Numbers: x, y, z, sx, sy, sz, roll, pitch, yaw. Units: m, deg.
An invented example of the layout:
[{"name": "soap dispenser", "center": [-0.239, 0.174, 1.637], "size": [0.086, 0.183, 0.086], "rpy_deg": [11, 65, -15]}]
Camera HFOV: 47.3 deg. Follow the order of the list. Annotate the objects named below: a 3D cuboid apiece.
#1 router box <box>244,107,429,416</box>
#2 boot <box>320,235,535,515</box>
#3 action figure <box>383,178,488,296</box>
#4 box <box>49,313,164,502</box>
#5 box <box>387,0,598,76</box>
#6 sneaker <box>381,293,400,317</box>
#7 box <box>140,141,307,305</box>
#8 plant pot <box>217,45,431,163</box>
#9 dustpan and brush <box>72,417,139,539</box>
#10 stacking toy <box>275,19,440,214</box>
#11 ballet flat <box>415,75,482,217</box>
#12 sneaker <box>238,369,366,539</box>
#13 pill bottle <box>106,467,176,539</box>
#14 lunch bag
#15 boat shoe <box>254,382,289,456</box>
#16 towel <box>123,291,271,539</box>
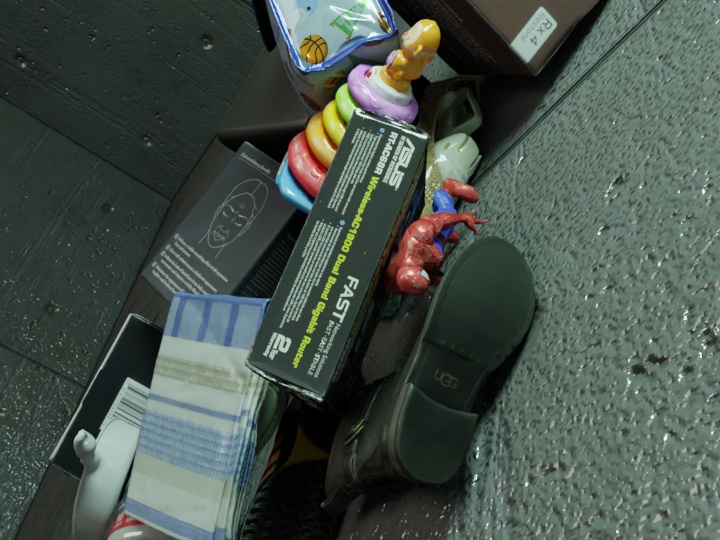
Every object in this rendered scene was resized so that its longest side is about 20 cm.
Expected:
[{"name": "router box", "center": [-0.011, 0.003, 0.625], "size": [0.150, 0.061, 0.203], "rpy_deg": [79, -148, -76]}, {"name": "boot", "center": [0.037, 0.079, 0.602], "size": [0.202, 0.069, 0.174], "rpy_deg": [-60, 9, -24]}, {"name": "action figure", "center": [0.057, -0.022, 0.628], "size": [0.066, 0.051, 0.200], "rpy_deg": [-60, -6, 24]}, {"name": "box", "center": [-0.270, 0.183, 1.063], "size": [0.203, 0.122, 0.197], "rpy_deg": [-63, -4, -10]}, {"name": "box", "center": [0.120, -0.298, 0.763], "size": [0.167, 0.164, 0.200], "rpy_deg": [-50, 19, 0]}, {"name": "sneaker", "center": [0.000, 0.000, 0.828], "size": [0.092, 0.078, 0.199], "rpy_deg": [-55, 21, -23]}, {"name": "box", "center": [-0.126, -0.018, 0.938], "size": [0.148, 0.107, 0.201], "rpy_deg": [34, 84, 42]}, {"name": "plant pot", "center": [-0.023, -0.190, 0.990], "size": [0.203, 0.198, 0.177], "rpy_deg": [-61, 28, -6]}, {"name": "dustpan and brush", "center": [-0.265, 0.201, 0.838], "size": [0.200, 0.056, 0.142], "rpy_deg": [126, 161, -58]}, {"name": "stacking toy", "center": [0.012, -0.137, 0.733], "size": [0.201, 0.108, 0.117], "rpy_deg": [-55, 13, 36]}, {"name": "ballet flat", "center": [0.084, -0.123, 0.786], "size": [0.065, 0.070, 0.203], "rpy_deg": [-23, 41, 33]}, {"name": "sneaker", "center": [-0.051, 0.177, 0.698], "size": [0.090, 0.069, 0.203], "rpy_deg": [122, 170, -63]}, {"name": "pill bottle", "center": [-0.187, 0.229, 0.876], "size": [0.120, 0.118, 0.202], "rpy_deg": [-46, 23, 35]}, {"name": "lunch bag", "center": [-0.042, -0.255, 0.809], "size": [0.122, 0.203, 0.170], "rpy_deg": [-21, -14, -1]}, {"name": "boat shoe", "center": [-0.130, 0.150, 0.744], "size": [0.201, 0.072, 0.060], "rpy_deg": [-41, -6, 24]}, {"name": "towel", "center": [-0.132, 0.120, 0.683], "size": [0.145, 0.024, 0.204], "rpy_deg": [2, 77, 42]}]
